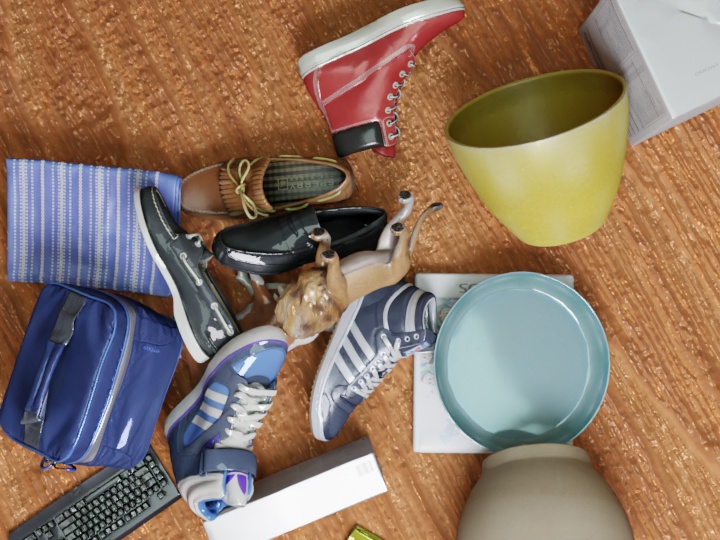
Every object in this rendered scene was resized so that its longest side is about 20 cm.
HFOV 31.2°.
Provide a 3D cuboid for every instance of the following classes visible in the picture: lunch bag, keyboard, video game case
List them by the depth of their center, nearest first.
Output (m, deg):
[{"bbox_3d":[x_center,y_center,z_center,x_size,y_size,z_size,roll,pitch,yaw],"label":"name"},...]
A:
[{"bbox_3d":[-0.298,0.119,1.379,0.135,0.132,0.202,16,86,36],"label":"lunch bag"},{"bbox_3d":[-0.289,0.300,1.452,0.199,0.021,0.128,-34,88,0],"label":"keyboard"},{"bbox_3d":[0.149,0.105,1.455,0.180,0.024,0.203,1,88,0],"label":"video game case"}]

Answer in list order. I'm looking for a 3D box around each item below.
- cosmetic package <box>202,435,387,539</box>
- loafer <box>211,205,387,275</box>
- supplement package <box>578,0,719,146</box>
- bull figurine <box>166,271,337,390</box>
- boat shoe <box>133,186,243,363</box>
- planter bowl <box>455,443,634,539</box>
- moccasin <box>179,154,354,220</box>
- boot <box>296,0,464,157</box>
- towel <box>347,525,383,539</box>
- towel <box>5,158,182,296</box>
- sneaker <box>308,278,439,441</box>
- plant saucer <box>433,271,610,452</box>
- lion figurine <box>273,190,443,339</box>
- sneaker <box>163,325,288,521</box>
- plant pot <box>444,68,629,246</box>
[{"bbox_3d":[-0.071,0.249,1.420,0.198,0.083,0.051,-22,99,0],"label":"cosmetic package"},{"bbox_3d":[-0.064,-0.041,1.407,0.198,0.071,0.068,-5,48,-23],"label":"loafer"},{"bbox_3d":[0.344,-0.244,1.378,0.151,0.200,0.152,-25,88,-1],"label":"supplement package"},{"bbox_3d":[-0.119,0.059,1.438,0.199,0.065,0.122,-37,85,-3],"label":"bull figurine"},{"bbox_3d":[-0.184,-0.004,1.388,0.060,0.076,0.202,-23,92,6],"label":"boat shoe"},{"bbox_3d":[0.192,0.265,1.379,0.198,0.201,0.136,-3,64,0],"label":"planter bowl"},{"bbox_3d":[-0.107,-0.092,1.433,0.199,0.078,0.075,1,88,5],"label":"moccasin"},{"bbox_3d":[0.045,-0.211,1.446,0.198,0.072,0.145,-26,88,7],"label":"boot"},{"bbox_3d":[0.059,0.373,1.449,0.199,0.018,0.087,30,88,1],"label":"towel"},{"bbox_3d":[-0.297,-0.046,1.438,0.197,0.024,0.146,5,109,1],"label":"towel"},{"bbox_3d":[0.019,0.102,1.419,0.108,0.070,0.202,17,85,21],"label":"sneaker"},{"bbox_3d":[0.176,0.103,1.423,0.198,0.027,0.203,0,87,-6],"label":"plant saucer"},{"bbox_3d":[0.000,0.000,1.376,0.198,0.123,0.073,-18,45,-17],"label":"lion figurine"},{"bbox_3d":[-0.125,0.173,1.361,0.200,0.080,0.147,-46,51,24],"label":"sneaker"},{"bbox_3d":[0.204,-0.113,1.396,0.198,0.200,0.143,-19,115,0],"label":"plant pot"}]
